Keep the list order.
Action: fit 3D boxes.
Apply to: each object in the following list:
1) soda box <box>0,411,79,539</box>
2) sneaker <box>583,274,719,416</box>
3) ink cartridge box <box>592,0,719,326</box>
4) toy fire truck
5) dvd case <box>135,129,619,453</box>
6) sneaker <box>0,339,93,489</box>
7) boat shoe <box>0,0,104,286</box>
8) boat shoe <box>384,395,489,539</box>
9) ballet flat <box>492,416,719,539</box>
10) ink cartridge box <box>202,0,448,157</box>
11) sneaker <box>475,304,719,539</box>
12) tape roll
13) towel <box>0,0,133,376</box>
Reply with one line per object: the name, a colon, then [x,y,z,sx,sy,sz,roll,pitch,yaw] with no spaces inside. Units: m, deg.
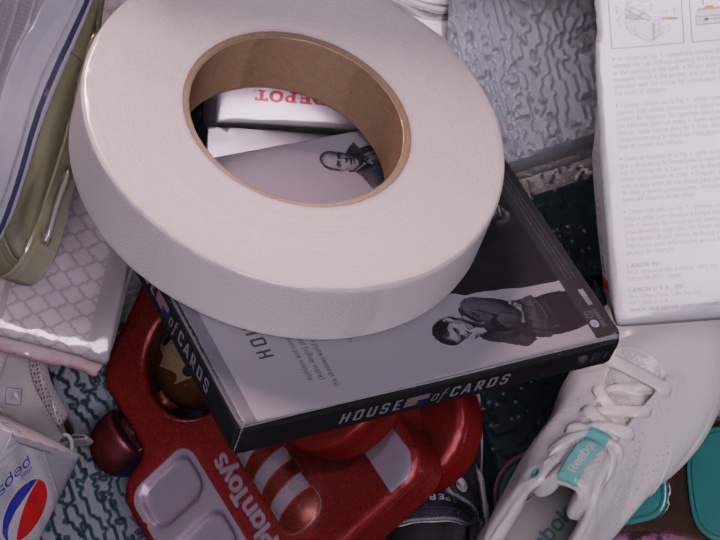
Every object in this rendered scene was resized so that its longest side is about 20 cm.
soda box: [-0.233,0.071,1.268,0.199,0.063,0.069,24,88,28]
sneaker: [0.149,0.003,1.366,0.199,0.084,0.122,22,92,-16]
ink cartridge box: [0.185,-0.080,1.247,0.161,0.050,0.202,-4,94,2]
toy fire truck: [-0.052,0.067,1.311,0.168,0.112,0.200,-42,60,10]
dvd case: [0.000,0.000,1.237,0.199,0.025,0.151,-12,54,-28]
sneaker: [-0.171,0.095,1.322,0.081,0.075,0.202,2,90,-7]
boat shoe: [-0.155,-0.086,1.282,0.062,0.072,0.201,37,58,-38]
boat shoe: [0.031,0.113,1.358,0.071,0.068,0.202,-1,91,-9]
ballet flat: [0.165,0.110,1.349,0.199,0.071,0.070,-6,81,23]
ink cartridge box: [-0.016,-0.127,1.348,0.115,0.067,0.202,3,90,-9]
sneaker: [0.112,0.085,1.282,0.075,0.088,0.201,30,91,14]
tape roll: [-0.032,-0.058,1.233,0.201,0.037,0.204,9,48,-11]
towel: [-0.186,-0.067,1.312,0.190,0.032,0.201,18,69,-9]
